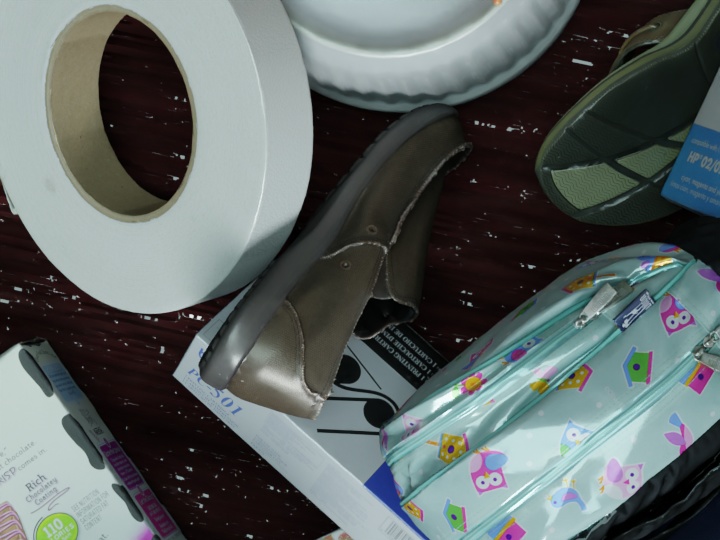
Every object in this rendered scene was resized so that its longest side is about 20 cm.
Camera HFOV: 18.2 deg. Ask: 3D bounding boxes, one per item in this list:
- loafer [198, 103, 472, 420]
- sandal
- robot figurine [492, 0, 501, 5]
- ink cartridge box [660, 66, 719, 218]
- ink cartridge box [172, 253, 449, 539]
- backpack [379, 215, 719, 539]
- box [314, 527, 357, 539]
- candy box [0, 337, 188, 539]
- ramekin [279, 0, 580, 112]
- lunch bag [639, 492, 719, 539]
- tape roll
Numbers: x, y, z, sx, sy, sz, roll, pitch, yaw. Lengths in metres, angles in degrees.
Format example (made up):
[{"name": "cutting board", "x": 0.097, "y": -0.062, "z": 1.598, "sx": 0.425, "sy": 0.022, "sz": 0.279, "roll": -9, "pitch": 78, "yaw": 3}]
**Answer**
[{"name": "loafer", "x": 0.000, "y": 0.000, "z": 1.098, "sx": 0.071, "sy": 0.073, "sz": 0.200, "roll": 39, "pitch": 61, "yaw": 0}, {"name": "sandal", "x": 0.166, "y": -0.099, "z": 1.118, "sx": 0.201, "sy": 0.057, "sz": 0.080, "roll": -44, "pitch": 116, "yaw": -11}, {"name": "robot figurine", "x": 0.040, "y": -0.220, "z": 0.990, "sx": 0.116, "sy": 0.144, "sz": 0.201, "roll": -28, "pitch": 93, "yaw": 21}, {"name": "ink cartridge box", "x": 0.244, "y": -0.099, "z": 1.079, "sx": 0.115, "sy": 0.068, "sz": 0.201, "roll": 23, "pitch": 94, "yaw": -25}, {"name": "ink cartridge box", "x": 0.013, "y": 0.082, "z": 1.116, "sx": 0.200, "sy": 0.044, "sz": 0.094, "roll": 41, "pitch": 52, "yaw": 5}, {"name": "backpack", "x": 0.110, "y": 0.067, "z": 1.040, "sx": 0.200, "sy": 0.167, "sz": 0.127, "roll": -36, "pitch": 78, "yaw": -9}, {"name": "box", "x": -0.052, "y": 0.168, "z": 1.106, "sx": 0.199, "sy": 0.041, "sz": 0.039, "roll": -23, "pitch": 81, "yaw": -25}, {"name": "candy box", "x": -0.164, "y": 0.155, "z": 1.156, "sx": 0.136, "sy": 0.061, "sz": 0.201, "roll": -35, "pitch": 88, "yaw": 5}, {"name": "ramekin", "x": 0.017, "y": -0.181, "z": 1.108, "sx": 0.199, "sy": 0.105, "sz": 0.202, "roll": 0, "pitch": 90, "yaw": 7}, {"name": "lunch bag", "x": 0.165, "y": 0.200, "z": 1.078, "sx": 0.199, "sy": 0.136, "sz": 0.133, "roll": -27, "pitch": 97, "yaw": 9}, {"name": "tape roll", "x": -0.108, "y": -0.079, "z": 1.105, "sx": 0.202, "sy": 0.037, "sz": 0.204, "roll": 14, "pitch": 111, "yaw": 38}]
